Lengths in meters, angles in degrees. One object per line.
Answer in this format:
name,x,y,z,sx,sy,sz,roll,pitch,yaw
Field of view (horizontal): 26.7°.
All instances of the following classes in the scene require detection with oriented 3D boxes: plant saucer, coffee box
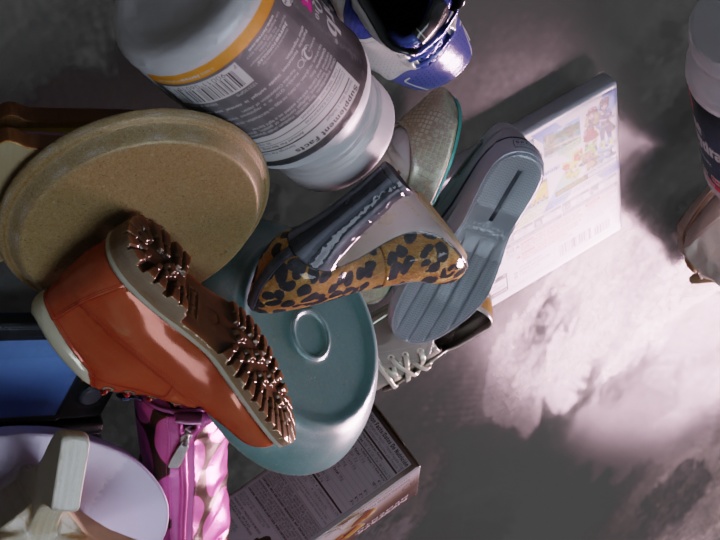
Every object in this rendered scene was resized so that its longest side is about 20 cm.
plant saucer,-0.048,0.051,1.135,0.036,0.200,0.200,-22,157,39
coffee box,-0.050,0.212,1.337,0.200,0.080,0.114,-34,164,-13

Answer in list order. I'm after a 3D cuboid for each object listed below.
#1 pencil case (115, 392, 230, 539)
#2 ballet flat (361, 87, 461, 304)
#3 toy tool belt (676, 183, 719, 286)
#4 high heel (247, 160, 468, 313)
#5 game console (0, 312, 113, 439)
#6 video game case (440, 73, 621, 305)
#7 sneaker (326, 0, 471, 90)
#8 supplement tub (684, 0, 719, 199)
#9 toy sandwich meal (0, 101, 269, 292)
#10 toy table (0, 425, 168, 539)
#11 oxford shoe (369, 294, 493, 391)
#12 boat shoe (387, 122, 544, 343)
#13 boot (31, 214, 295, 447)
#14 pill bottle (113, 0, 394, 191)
pencil case,-0.134,0.162,1.151,0.091,0.094,0.200,-9,123,-16
ballet flat,0.020,-0.054,1.206,0.062,0.067,0.200,4,121,-31
toy tool belt,0.408,-0.059,1.512,0.200,0.125,0.123,-42,172,2
high heel,0.000,0.000,1.138,0.143,0.071,0.200,-39,152,6
game console,-0.248,0.127,1.084,0.200,0.118,0.171,0,135,-41
video game case,0.146,-0.059,1.342,0.200,0.022,0.182,-30,138,-16
sneaker,0.029,-0.177,1.065,0.081,0.115,0.199,-45,141,2
supplement tub,0.366,-0.155,1.353,0.140,0.140,0.200,-37,140,-9
toy sandwich meal,-0.162,-0.051,1.015,0.205,0.070,0.205,-15,143,-12
toy table,-0.213,0.180,1.014,0.200,0.117,0.184,-6,105,-23
oxford shoe,0.032,0.070,1.315,0.200,0.058,0.075,-34,142,6
boat shoe,0.086,-0.030,1.246,0.074,0.067,0.200,25,115,-23
boot,-0.129,0.060,1.024,0.107,0.075,0.200,-32,116,18
pill bottle,-0.064,-0.138,1.019,0.116,0.116,0.200,-47,141,3
